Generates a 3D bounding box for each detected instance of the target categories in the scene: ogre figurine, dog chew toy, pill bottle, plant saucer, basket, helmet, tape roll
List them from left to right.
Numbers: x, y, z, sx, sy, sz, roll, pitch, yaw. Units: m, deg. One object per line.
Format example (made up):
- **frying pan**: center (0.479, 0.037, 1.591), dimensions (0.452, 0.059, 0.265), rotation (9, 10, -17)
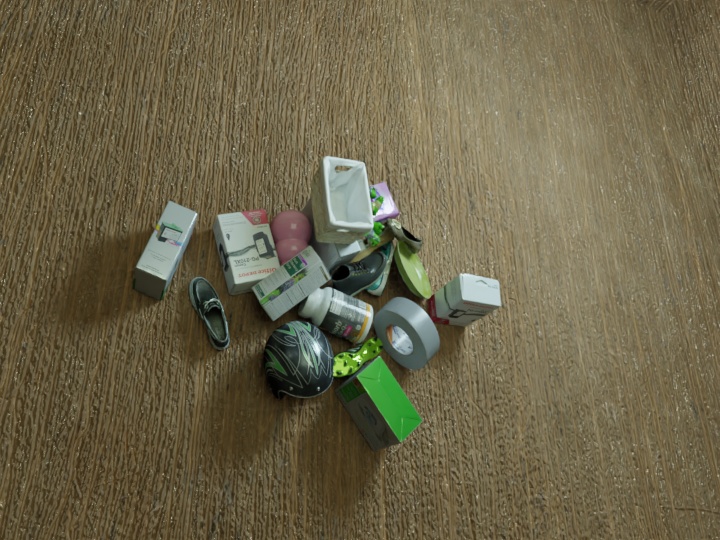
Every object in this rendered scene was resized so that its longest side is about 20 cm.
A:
- **dog chew toy**: center (-0.196, -0.064, 1.630), dimensions (0.121, 0.124, 0.208), rotation (2, 76, -25)
- **helmet**: center (-0.158, 0.232, 1.472), dimensions (0.194, 0.191, 0.207), rotation (11, 63, -22)
- **pill bottle**: center (-0.070, 0.118, 1.611), dimensions (0.195, 0.116, 0.120), rotation (23, 60, -15)
- **basket**: center (-0.056, -0.184, 1.560), dimensions (0.131, 0.123, 0.207), rotation (3, 67, -26)
- **ogre figurine**: center (0.007, -0.177, 1.701), dimensions (0.117, 0.097, 0.207), rotation (20, 70, -33)
- **tape roll**: center (0.130, 0.180, 1.633), dimensions (0.066, 0.200, 0.202), rotation (-37, 86, -33)
- **plant saucer**: center (0.157, 0.000, 1.773), dimensions (0.201, 0.031, 0.203), rotation (49, 25, -31)

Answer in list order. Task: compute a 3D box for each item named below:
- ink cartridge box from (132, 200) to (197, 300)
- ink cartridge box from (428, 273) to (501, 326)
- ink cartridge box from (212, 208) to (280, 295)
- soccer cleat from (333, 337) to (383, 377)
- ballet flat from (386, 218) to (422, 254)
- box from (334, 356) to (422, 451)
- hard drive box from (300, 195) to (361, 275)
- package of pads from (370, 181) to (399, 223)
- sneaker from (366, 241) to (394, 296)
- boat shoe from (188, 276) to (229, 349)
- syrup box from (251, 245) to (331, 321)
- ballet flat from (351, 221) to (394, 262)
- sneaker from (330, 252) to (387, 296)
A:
- **ink cartridge box**: center (-0.496, -0.050, 1.454), dimensions (0.082, 0.145, 0.205), rotation (24, 60, -14)
- **ink cartridge box**: center (0.317, 0.096, 1.762), dimensions (0.141, 0.200, 0.086), rotation (9, 63, -21)
- **ink cartridge box**: center (-0.312, -0.052, 1.582), dimensions (0.141, 0.084, 0.206), rotation (-10, 74, -29)
- **soccer cleat**: center (-0.019, 0.250, 1.597), dimensions (0.196, 0.081, 0.069), rotation (-24, 77, -34)
- **ballet flat**: center (0.139, -0.111, 1.761), dimensions (0.199, 0.046, 0.069), rotation (37, 31, -49)
- **box**: center (0.045, 0.358, 1.528), dimensions (0.096, 0.176, 0.203), rotation (-31, 84, -33)
- **hard drive box**: center (-0.096, -0.107, 1.673), dimensions (0.075, 0.156, 0.205), rotation (-16, 77, -31)
- **package of pads**: center (0.018, -0.198, 1.815), dimensions (0.196, 0.076, 0.123), rotation (-20, 75, -31)
- **sneaker**: center (0.056, -0.021, 1.762), dimensions (0.077, 0.078, 0.205), rotation (18, 58, -2)
- **boat shoe**: center (-0.384, 0.102, 1.488), dimensions (0.071, 0.071, 0.204), rotation (-22, 79, -31)
- **syrup box**: center (-0.184, 0.033, 1.536), dimensions (0.198, 0.082, 0.079), rotation (-37, 46, -7)
- **ballet flat**: center (0.019, -0.084, 1.748), dimensions (0.197, 0.068, 0.064), rotation (-35, 126, -17)
- **sneaker**: center (0.000, 0.000, 1.667), dimensions (0.199, 0.107, 0.075), rotation (-40, 63, -16)
